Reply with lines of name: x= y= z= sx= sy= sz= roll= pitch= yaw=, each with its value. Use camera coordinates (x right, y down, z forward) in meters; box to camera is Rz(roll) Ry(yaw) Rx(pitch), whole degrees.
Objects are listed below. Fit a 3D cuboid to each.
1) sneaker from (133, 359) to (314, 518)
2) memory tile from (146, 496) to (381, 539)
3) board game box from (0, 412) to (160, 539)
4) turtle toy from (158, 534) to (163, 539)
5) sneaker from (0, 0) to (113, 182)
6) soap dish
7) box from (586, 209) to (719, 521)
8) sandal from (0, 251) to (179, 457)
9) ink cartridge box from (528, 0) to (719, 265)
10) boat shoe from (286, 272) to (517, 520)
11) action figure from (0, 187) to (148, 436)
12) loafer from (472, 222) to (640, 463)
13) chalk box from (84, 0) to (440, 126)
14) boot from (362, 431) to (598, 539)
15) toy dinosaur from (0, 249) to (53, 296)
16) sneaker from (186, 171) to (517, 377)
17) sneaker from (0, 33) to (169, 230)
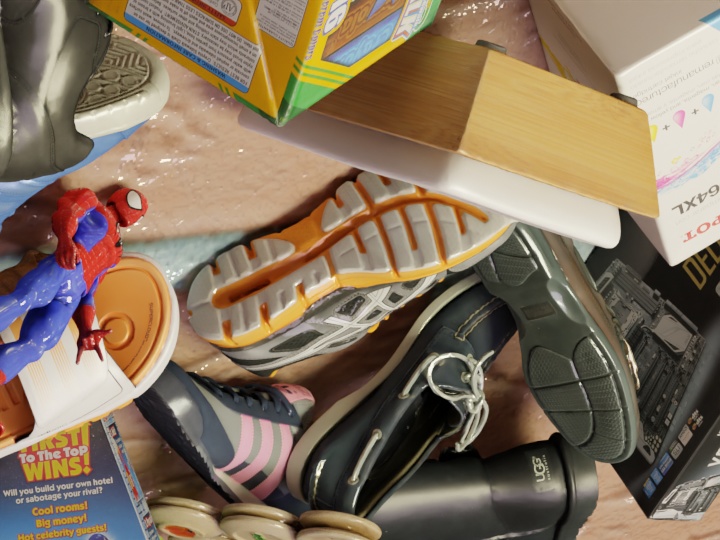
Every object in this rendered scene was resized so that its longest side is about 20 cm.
sneaker: x=-0.073 y=0.087 z=1.789 sx=0.082 sy=0.070 sz=0.200 roll=-48 pitch=146 yaw=-7
memory tile: x=-0.040 y=0.181 z=1.837 sx=0.152 sy=0.017 sz=0.200 roll=4 pitch=158 yaw=17
board game box: x=-0.195 y=0.157 z=1.709 sx=0.199 sy=0.201 sz=0.062 roll=-7 pitch=180 yaw=1
turtle toy: x=-0.171 y=0.221 z=1.819 sx=0.145 sy=0.101 sz=0.201 roll=-4 pitch=133 yaw=-31
sneaker: x=-0.164 y=-0.138 z=1.453 sx=0.090 sy=0.076 sz=0.201 roll=-5 pitch=113 yaw=-32
soap dish: x=0.046 y=-0.081 z=1.597 sx=0.157 sy=0.200 sz=0.082 roll=16 pitch=92 yaw=-42
box: x=0.204 y=0.028 z=1.835 sx=0.050 sy=0.158 sz=0.200 roll=6 pitch=128 yaw=-38
sandal: x=-0.193 y=0.062 z=1.650 sx=0.206 sy=0.079 sz=0.059 roll=-32 pitch=168 yaw=0
ink cartridge box: x=0.187 y=-0.114 z=1.702 sx=0.128 sy=0.125 sz=0.200 roll=-30 pitch=140 yaw=-5
boat shoe: x=0.041 y=0.077 z=1.811 sx=0.200 sy=0.062 sz=0.075 roll=-41 pitch=140 yaw=-24
action figure: x=-0.160 y=0.012 z=1.578 sx=0.051 sy=0.200 sz=0.066 roll=1 pitch=123 yaw=21
loafer: x=0.126 y=0.022 z=1.795 sx=0.063 sy=0.072 sz=0.201 roll=-51 pitch=123 yaw=-39
chalk box: x=-0.020 y=-0.181 z=1.465 sx=0.200 sy=0.125 sz=0.124 roll=-36 pitch=152 yaw=-52
boot: x=0.055 y=0.158 z=1.928 sx=0.167 sy=0.077 sz=0.200 roll=-6 pitch=161 yaw=-8
toy dinosaur: x=-0.227 y=0.042 z=1.580 sx=0.061 sy=0.106 sz=0.200 roll=79 pitch=32 yaw=-44
sneaker: x=0.000 y=0.000 z=1.732 sx=0.199 sy=0.079 sz=0.077 roll=-21 pitch=143 yaw=7
sneaker: x=-0.192 y=-0.049 z=1.549 sx=0.199 sy=0.077 sz=0.112 roll=-21 pitch=140 yaw=-18
